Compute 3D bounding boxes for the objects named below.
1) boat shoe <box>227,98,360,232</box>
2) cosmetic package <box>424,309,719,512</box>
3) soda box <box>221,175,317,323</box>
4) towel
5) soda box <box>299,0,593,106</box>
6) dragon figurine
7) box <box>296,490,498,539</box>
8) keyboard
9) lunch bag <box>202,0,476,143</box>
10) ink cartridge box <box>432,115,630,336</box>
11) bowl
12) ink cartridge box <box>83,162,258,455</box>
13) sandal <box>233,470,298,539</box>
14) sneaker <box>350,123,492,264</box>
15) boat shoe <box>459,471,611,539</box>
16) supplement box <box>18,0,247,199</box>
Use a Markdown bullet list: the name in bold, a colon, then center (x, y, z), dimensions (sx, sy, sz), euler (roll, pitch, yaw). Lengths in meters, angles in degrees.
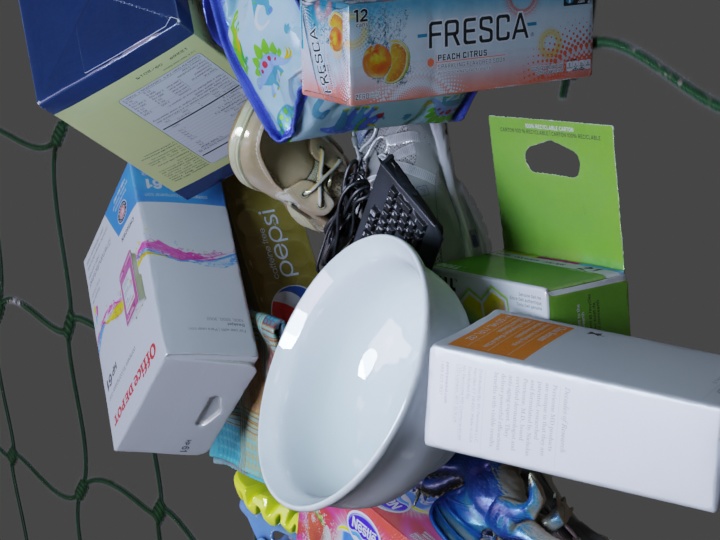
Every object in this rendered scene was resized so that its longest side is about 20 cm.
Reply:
- **boat shoe**: center (-0.038, -0.076, 1.659), dimensions (0.065, 0.200, 0.072), euler (21, 78, 26)
- **cosmetic package**: center (0.151, 0.086, 1.379), dimensions (0.199, 0.101, 0.072), euler (11, 108, 26)
- **soda box**: center (-0.076, 0.014, 1.835), dimensions (0.064, 0.067, 0.201), euler (-37, 68, 57)
- **towel**: center (-0.094, 0.101, 1.786), dimensions (0.200, 0.022, 0.147), euler (-169, 71, -68)
- **soda box**: center (0.058, -0.154, 1.436), dimensions (0.063, 0.199, 0.069), euler (20, 115, 54)
- **dragon figurine**: center (0.090, 0.173, 1.525), dimensions (0.099, 0.059, 0.200), euler (-40, 52, 13)
- **box**: center (0.040, 0.213, 1.684), dimensions (0.200, 0.095, 0.100), euler (35, 127, 49)
- **keyboard**: center (0.000, 0.000, 1.587), dimensions (0.104, 0.040, 0.200), euler (55, 148, 26)
- **lunch bag**: center (-0.017, -0.200, 1.574), dimensions (0.201, 0.169, 0.128), euler (62, 142, 25)
- **ink cartridge box**: center (0.113, -0.001, 1.516), dimensions (0.148, 0.075, 0.201), euler (11, 110, 57)
- **bowl**: center (0.019, 0.083, 1.503), dimensions (0.201, 0.090, 0.202), euler (-40, 37, 40)
- **ink cartridge box**: center (-0.158, 0.031, 1.784), dimensions (0.145, 0.084, 0.201), euler (121, 143, -46)
- **sandal**: center (-0.036, 0.240, 1.827), dimensions (0.200, 0.079, 0.087), euler (37, 129, 46)
- **sneaker**: center (0.025, -0.074, 1.628), dimensions (0.200, 0.082, 0.075), euler (62, 145, 26)
- **boat shoe**: center (0.135, 0.198, 1.561), dimensions (0.200, 0.057, 0.067), euler (52, 140, 37)
- **supplement box**: center (-0.154, -0.197, 1.692), dimensions (0.134, 0.200, 0.201), euler (-26, 58, 21)
